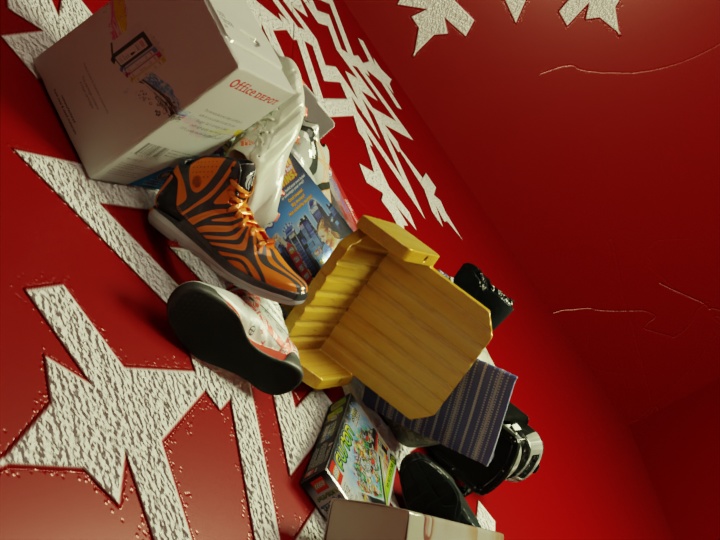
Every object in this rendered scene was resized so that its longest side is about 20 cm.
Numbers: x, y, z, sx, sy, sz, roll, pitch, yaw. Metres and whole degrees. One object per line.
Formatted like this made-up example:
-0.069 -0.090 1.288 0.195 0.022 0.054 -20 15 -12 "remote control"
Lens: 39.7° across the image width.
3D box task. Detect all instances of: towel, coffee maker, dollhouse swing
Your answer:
0.097 0.153 1.291 0.198 0.146 0.024 24 31 21 "towel"
0.186 0.247 1.554 0.194 0.134 0.200 62 15 17 "coffee maker"
0.036 0.074 1.180 0.175 0.201 0.181 40 11 18 "dollhouse swing"

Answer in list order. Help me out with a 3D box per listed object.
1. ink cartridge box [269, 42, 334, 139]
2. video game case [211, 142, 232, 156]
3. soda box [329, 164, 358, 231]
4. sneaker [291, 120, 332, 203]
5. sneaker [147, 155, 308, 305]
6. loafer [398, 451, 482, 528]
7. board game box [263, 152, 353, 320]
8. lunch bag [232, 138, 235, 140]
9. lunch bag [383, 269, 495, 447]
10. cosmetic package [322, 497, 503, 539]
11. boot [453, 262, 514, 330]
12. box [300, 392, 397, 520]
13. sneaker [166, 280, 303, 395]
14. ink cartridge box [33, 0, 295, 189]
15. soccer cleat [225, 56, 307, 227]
-0.127 -0.233 1.419 0.201 0.116 0.068 51 6 15 "ink cartridge box"
-0.142 -0.096 1.343 0.200 0.036 0.183 44 20 -43 "video game case"
-0.069 -0.126 1.579 0.202 0.063 0.070 63 17 12 "soda box"
-0.065 -0.130 1.345 0.073 0.081 0.200 25 -17 17 "sneaker"
-0.123 -0.053 1.040 0.199 0.113 0.078 32 8 9 "sneaker"
0.100 0.303 1.318 0.201 0.072 0.073 61 3 -33 "loafer"
-0.106 -0.054 1.221 0.200 0.061 0.201 -45 112 -44 "board game box"
-0.181 -0.219 1.230 0.159 0.078 0.200 20 17 7 "lunch bag"
0.103 0.120 1.395 0.167 0.139 0.202 -35 100 -45 "lunch bag"
0.056 0.295 1.025 0.199 0.102 0.088 29 68 -51 "cosmetic package"
0.121 0.054 1.557 0.199 0.169 0.076 38 6 16 "boot"
-0.008 0.232 1.152 0.111 0.034 0.200 56 16 -11 "box"
-0.139 0.046 1.040 0.201 0.067 0.109 43 17 -44 "sneaker"
-0.201 -0.203 1.044 0.146 0.199 0.147 61 15 10 "ink cartridge box"
-0.111 -0.148 1.120 0.077 0.069 0.203 16 83 -53 "soccer cleat"
